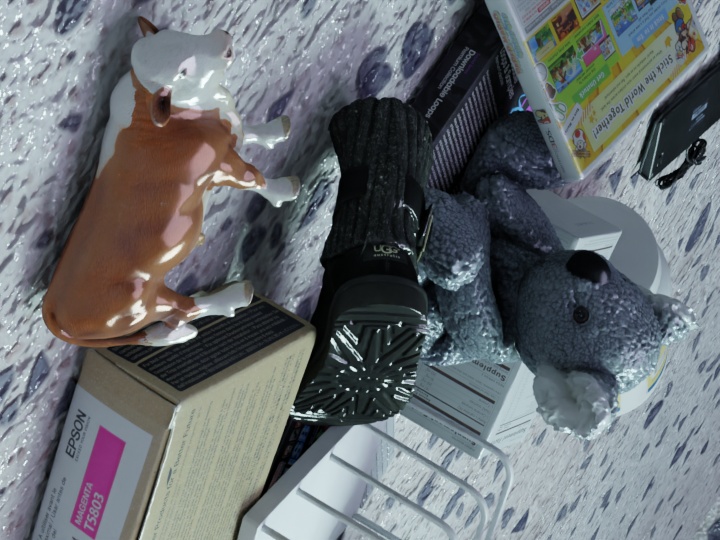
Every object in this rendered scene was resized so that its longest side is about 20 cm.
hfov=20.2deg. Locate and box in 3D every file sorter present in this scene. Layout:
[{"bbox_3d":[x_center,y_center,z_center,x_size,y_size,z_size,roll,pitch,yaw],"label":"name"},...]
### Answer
[{"bbox_3d":[0.006,0.197,1.407,0.200,0.124,0.140,-43,156,-50],"label":"file sorter"}]

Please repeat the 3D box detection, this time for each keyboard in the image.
[{"bbox_3d":[0.010,0.106,1.510,0.056,0.011,0.201,-50,156,-29],"label":"keyboard"},{"bbox_3d":[0.334,-0.144,2.064,0.200,0.020,0.128,-37,144,-45],"label":"keyboard"}]

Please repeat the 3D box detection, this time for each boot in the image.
[{"bbox_3d":[0.003,0.000,1.338,0.211,0.079,0.159,117,-25,-57],"label":"boot"}]

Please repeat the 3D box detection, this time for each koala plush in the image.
[{"bbox_3d":[0.135,0.024,1.460,0.177,0.199,0.185,-43,155,-39],"label":"koala plush"}]

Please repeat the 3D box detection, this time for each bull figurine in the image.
[{"bbox_3d":[-0.100,-0.043,1.083,0.121,0.065,0.201,13,118,-35],"label":"bull figurine"}]

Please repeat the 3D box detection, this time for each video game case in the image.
[{"bbox_3d":[0.169,-0.192,1.457,0.200,0.023,0.183,-43,116,-39],"label":"video game case"}]

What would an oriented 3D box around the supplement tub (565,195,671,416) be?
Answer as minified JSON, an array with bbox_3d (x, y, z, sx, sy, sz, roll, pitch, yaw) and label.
[{"bbox_3d":[0.207,0.034,1.820,0.145,0.144,0.200,-53,159,-19],"label":"supplement tub"}]

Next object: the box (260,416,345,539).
[{"bbox_3d":[-0.050,0.153,1.508,0.198,0.049,0.201,-7,122,-63],"label":"box"}]

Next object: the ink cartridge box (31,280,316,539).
[{"bbox_3d":[-0.122,0.124,1.263,0.164,0.075,0.201,-25,140,-57],"label":"ink cartridge box"}]

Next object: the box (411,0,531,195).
[{"bbox_3d":[0.063,-0.090,1.472,0.201,0.036,0.143,-54,160,-13],"label":"box"}]

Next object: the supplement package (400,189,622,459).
[{"bbox_3d":[0.110,0.035,1.641,0.114,0.109,0.201,-8,125,-65],"label":"supplement package"}]
